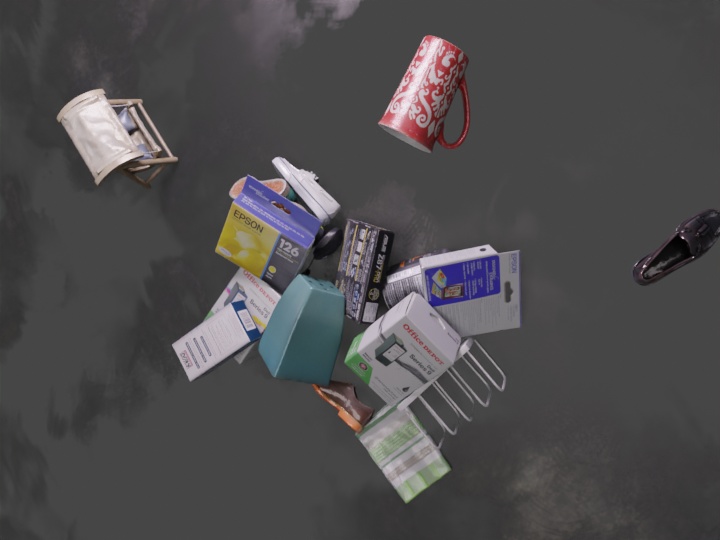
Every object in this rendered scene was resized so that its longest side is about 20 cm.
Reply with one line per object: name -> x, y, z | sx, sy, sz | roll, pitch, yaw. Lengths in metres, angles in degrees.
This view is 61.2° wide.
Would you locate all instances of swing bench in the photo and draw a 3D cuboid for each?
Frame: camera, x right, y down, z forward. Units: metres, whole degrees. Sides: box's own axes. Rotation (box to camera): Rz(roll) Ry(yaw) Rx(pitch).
swing bench -> -0.589, -0.319, 1.485 | 0.129, 0.199, 0.201 | -37, 82, 16

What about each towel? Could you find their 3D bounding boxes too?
towel -> 0.095, 0.409, 1.386 | 0.149, 0.031, 0.202 | -40, 81, 17

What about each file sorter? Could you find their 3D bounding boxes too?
file sorter -> 0.199, 0.253, 1.285 | 0.125, 0.138, 0.200 | 47, 106, 8

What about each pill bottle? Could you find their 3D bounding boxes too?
pill bottle -> 0.149, 0.019, 1.304 | 0.195, 0.106, 0.109 | -18, 88, 18

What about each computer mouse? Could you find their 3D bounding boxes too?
computer mouse -> -0.102, -0.018, 1.405 | 0.034, 0.058, 0.201 | 44, 115, 12

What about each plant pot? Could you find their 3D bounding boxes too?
plant pot -> -0.119, 0.124, 1.352 | 0.141, 0.138, 0.205 | 40, 112, 57

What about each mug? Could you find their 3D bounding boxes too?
mug -> 0.151, -0.364, 1.290 | 0.133, 0.175, 0.204 | 34, 101, 51

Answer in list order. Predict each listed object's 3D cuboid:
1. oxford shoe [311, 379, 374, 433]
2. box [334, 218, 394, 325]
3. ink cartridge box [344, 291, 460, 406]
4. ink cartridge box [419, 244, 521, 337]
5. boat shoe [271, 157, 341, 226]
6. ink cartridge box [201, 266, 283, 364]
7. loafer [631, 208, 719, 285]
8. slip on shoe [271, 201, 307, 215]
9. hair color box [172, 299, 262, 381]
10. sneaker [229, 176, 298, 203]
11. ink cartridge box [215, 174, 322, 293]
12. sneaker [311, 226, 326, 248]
oxford shoe -> -0.050, 0.283, 1.416 | 0.199, 0.071, 0.073 | 42, 83, 15
box -> 0.000, 0.000, 1.334 | 0.160, 0.048, 0.206 | 23, 103, 60
ink cartridge box -> 0.085, 0.162, 1.239 | 0.146, 0.085, 0.200 | 43, 126, -8
ink cartridge box -> 0.225, 0.047, 1.231 | 0.194, 0.044, 0.202 | -9, 125, 3
boat shoe -> -0.123, -0.194, 1.412 | 0.066, 0.074, 0.201 | -39, 84, -9
ink cartridge box -> -0.264, 0.096, 1.459 | 0.145, 0.087, 0.201 | 42, 104, 12
loafer -> 0.613, -0.039, 1.164 | 0.199, 0.063, 0.072 | -42, 81, 16
slip on shoe -> -0.203, -0.117, 1.388 | 0.195, 0.060, 0.078 | -7, 98, 20
hair color box -> -0.333, 0.163, 1.412 | 0.198, 0.060, 0.102 | -33, 83, 20
sneaker -> -0.229, -0.170, 1.440 | 0.196, 0.080, 0.072 | 10, 62, 39
ink cartridge box -> -0.206, -0.073, 1.343 | 0.195, 0.047, 0.202 | 31, 127, 2
sneaker -> -0.170, -0.064, 1.412 | 0.195, 0.081, 0.075 | -10, 118, 22
